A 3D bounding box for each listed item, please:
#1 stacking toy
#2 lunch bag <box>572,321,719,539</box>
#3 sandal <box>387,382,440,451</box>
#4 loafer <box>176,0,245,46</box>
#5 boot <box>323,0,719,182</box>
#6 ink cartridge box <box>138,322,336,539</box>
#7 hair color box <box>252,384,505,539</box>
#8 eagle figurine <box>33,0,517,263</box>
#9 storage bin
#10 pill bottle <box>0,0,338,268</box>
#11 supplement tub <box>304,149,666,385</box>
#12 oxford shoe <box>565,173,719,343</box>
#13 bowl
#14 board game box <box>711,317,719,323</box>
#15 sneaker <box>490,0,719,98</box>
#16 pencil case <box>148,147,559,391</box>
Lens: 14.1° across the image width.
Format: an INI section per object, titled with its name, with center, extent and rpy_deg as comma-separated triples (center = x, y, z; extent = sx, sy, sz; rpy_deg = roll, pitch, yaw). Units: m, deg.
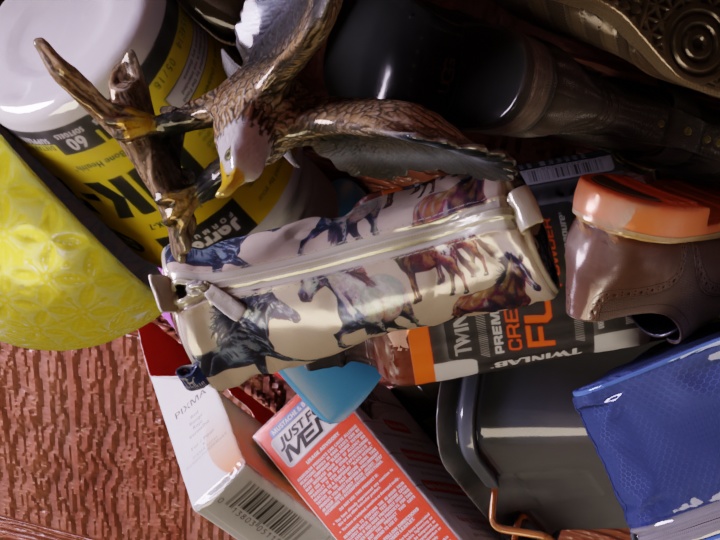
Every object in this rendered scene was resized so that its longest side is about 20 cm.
[stacking toy]
center = -0.074, 0.008, 1.691
extent = 0.200, 0.116, 0.110
rpy_deg = 7, 145, 44
[lunch bag]
center = 0.205, 0.088, 1.455
extent = 0.136, 0.132, 0.200
rpy_deg = -22, 178, 23
[sandal]
center = 0.047, 0.105, 1.811
extent = 0.082, 0.055, 0.200
rpy_deg = 59, 149, 5
[loafer]
center = -0.091, -0.166, 1.409
extent = 0.073, 0.071, 0.200
rpy_deg = -1, 146, 27
[boot]
center = 0.093, -0.084, 1.453
extent = 0.174, 0.069, 0.200
rpy_deg = 13, -173, -37
[ink cartridge box]
center = -0.053, 0.110, 1.789
extent = 0.050, 0.200, 0.162
rpy_deg = -40, 126, 16
[hair color box]
center = 0.036, 0.155, 1.702
extent = 0.064, 0.200, 0.111
rpy_deg = -43, 161, 11
[eagle figurine]
center = -0.030, -0.082, 1.362
extent = 0.200, 0.151, 0.152
rpy_deg = -28, 144, 29
[storage bin]
center = 0.137, 0.088, 1.641
extent = 0.134, 0.146, 0.200
rpy_deg = 1, 156, 21
[pill bottle]
center = -0.102, -0.071, 1.536
extent = 0.114, 0.114, 0.200
rpy_deg = -7, 144, 34
[supplement tub]
center = 0.063, 0.002, 1.525
extent = 0.200, 0.107, 0.107
rpy_deg = -11, 147, 0
[oxford shoe]
center = 0.161, -0.003, 1.442
extent = 0.071, 0.073, 0.200
rpy_deg = 24, -168, 39
[bowl]
center = -0.205, -0.023, 1.565
extent = 0.200, 0.108, 0.200
rpy_deg = 48, -177, -4
[board game box]
center = 0.230, 0.003, 1.595
extent = 0.105, 0.023, 0.200
rpy_deg = 27, 149, -14
[sneaker]
center = 0.116, -0.138, 1.385
extent = 0.200, 0.070, 0.076
rpy_deg = 25, 174, -19
[pencil case]
center = 0.000, 0.000, 1.431
extent = 0.200, 0.078, 0.089
rpy_deg = -16, 175, 13
